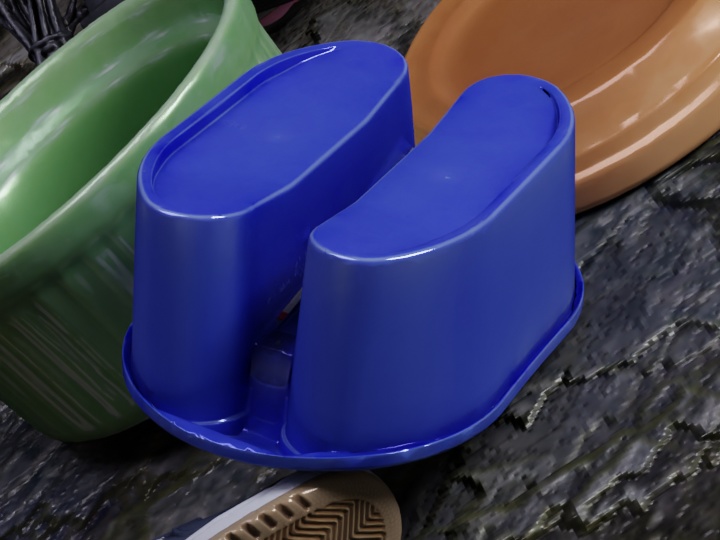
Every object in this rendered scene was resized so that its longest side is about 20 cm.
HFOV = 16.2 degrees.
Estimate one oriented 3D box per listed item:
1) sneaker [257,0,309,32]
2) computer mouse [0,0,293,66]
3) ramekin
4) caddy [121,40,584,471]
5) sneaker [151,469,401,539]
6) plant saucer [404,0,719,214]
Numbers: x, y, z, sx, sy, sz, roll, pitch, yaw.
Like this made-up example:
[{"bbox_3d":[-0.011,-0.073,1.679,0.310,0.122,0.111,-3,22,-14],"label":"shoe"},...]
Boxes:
[{"bbox_3d":[-0.012,-0.200,1.273,0.079,0.095,0.201,28,84,17],"label":"sneaker"},{"bbox_3d":[-0.086,-0.148,1.208,0.199,0.053,0.139,-32,73,11],"label":"computer mouse"},{"bbox_3d":[-0.098,-0.023,1.051,0.200,0.098,0.200,-35,23,17],"label":"ramekin"},{"bbox_3d":[0.000,0.000,0.901,0.141,0.106,0.200,15,32,22],"label":"caddy"},{"bbox_3d":[-0.082,0.122,0.883,0.200,0.070,0.109,-42,31,-2],"label":"sneaker"},{"bbox_3d":[0.091,-0.098,1.042,0.199,0.038,0.201,-26,31,17],"label":"plant saucer"}]
